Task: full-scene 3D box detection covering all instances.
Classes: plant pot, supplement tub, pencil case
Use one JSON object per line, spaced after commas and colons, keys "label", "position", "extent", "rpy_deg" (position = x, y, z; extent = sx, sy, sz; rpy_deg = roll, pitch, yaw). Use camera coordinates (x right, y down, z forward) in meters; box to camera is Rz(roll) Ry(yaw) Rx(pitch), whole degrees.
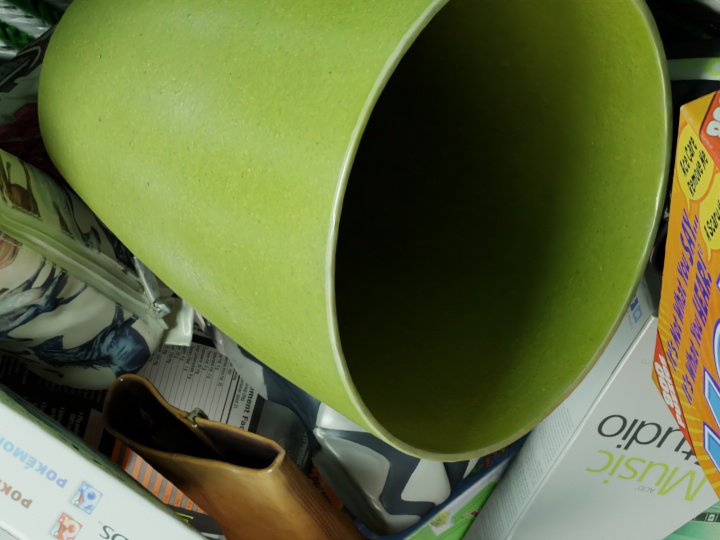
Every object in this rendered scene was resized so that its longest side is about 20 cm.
{"label": "plant pot", "position": [-0.019, -0.049, 1.111], "extent": [0.199, 0.188, 0.187], "rpy_deg": [20, 162, 39]}
{"label": "supplement tub", "position": [-0.098, 0.051, 1.375], "extent": [0.199, 0.123, 0.123], "rpy_deg": [16, 153, -5]}
{"label": "pencil case", "position": [-0.141, -0.010, 1.170], "extent": [0.089, 0.078, 0.200], "rpy_deg": [-5, 164, 20]}

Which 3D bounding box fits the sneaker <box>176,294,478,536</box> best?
{"label": "sneaker", "position": [0.000, 0.000, 1.295], "extent": [0.199, 0.129, 0.080], "rpy_deg": [50, 166, 11]}

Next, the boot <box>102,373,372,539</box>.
{"label": "boot", "position": [0.007, 0.120, 1.236], "extent": [0.188, 0.069, 0.200], "rpy_deg": [26, 159, 39]}

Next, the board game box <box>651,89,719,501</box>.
{"label": "board game box", "position": [0.235, 0.034, 1.020], "extent": [0.199, 0.201, 0.200], "rpy_deg": [-22, 154, -9]}

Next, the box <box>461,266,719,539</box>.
{"label": "box", "position": [0.143, 0.092, 1.330], "extent": [0.144, 0.036, 0.200], "rpy_deg": [13, 130, -20]}

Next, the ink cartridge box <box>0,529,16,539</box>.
{"label": "ink cartridge box", "position": [-0.184, 0.152, 1.493], "extent": [0.083, 0.146, 0.200], "rpy_deg": [19, -175, -7]}

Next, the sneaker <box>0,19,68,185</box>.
{"label": "sneaker", "position": [-0.162, -0.063, 1.248], "extent": [0.200, 0.075, 0.080], "rpy_deg": [-31, 163, 39]}

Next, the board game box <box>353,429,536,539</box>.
{"label": "board game box", "position": [0.116, 0.106, 1.387], "extent": [0.151, 0.037, 0.200], "rpy_deg": [32, 120, -33]}

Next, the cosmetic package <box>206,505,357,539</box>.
{"label": "cosmetic package", "position": [-0.030, 0.151, 1.464], "extent": [0.106, 0.091, 0.200], "rpy_deg": [-2, -166, 25]}

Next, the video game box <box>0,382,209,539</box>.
{"label": "video game box", "position": [-0.157, 0.064, 1.207], "extent": [0.182, 0.047, 0.200], "rpy_deg": [38, 175, -16]}

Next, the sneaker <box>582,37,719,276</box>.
{"label": "sneaker", "position": [0.106, -0.039, 1.152], "extent": [0.199, 0.083, 0.072], "rpy_deg": [-7, 146, 35]}
